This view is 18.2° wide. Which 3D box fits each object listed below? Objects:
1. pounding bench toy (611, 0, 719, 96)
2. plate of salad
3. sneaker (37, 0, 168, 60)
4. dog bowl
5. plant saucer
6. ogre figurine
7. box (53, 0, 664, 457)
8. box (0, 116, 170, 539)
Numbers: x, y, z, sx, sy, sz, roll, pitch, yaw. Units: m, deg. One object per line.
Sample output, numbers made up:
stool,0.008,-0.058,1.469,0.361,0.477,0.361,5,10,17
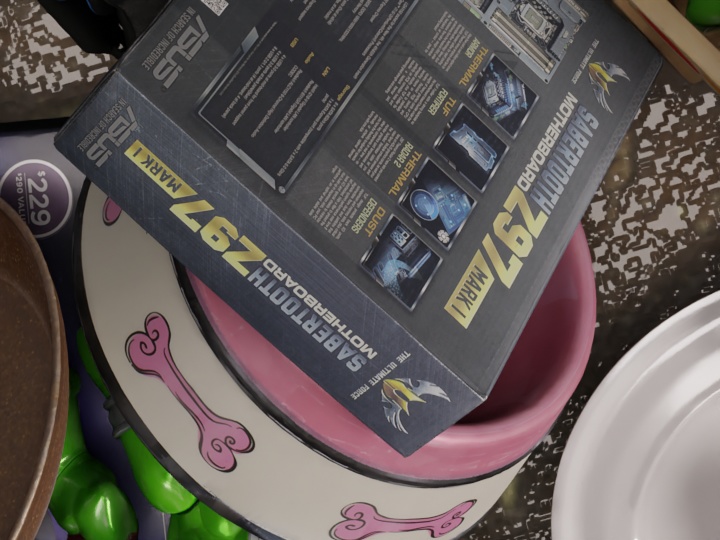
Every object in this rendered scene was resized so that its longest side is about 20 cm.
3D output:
pounding bench toy,0.189,-0.091,0.831,0.124,0.200,0.156,-45,59,7
plate of salad,0.171,0.087,0.883,0.198,0.048,0.202,-2,115,-5
sneaker,-0.081,-0.158,0.803,0.073,0.112,0.201,19,139,31
dog bowl,0.000,0.000,0.814,0.200,0.200,0.074,49,137,-2
plant saucer,-0.170,0.065,0.804,0.199,0.037,0.202,-17,60,32
ogre figurine,-0.100,0.122,0.823,0.120,0.098,0.201,36,84,16
box,0.008,-0.058,0.770,0.157,0.201,0.051,40,136,-9
box,-0.130,0.042,0.897,0.140,0.079,0.202,-5,97,4
